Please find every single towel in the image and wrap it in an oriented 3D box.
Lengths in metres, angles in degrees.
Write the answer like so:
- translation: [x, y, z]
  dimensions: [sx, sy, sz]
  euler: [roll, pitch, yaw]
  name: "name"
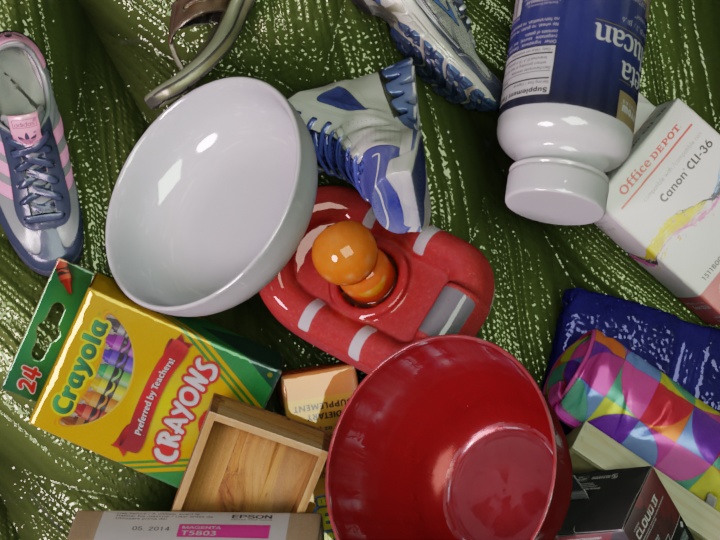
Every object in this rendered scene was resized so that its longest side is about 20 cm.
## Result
- translation: [0.247, 0.109, 1.665]
  dimensions: [0.199, 0.050, 0.148]
  euler: [17, 83, -10]
  name: "towel"

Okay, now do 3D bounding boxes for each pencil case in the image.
- translation: [0.242, 0.131, 1.595]
  dimensions: [0.200, 0.088, 0.089]
  euler: [35, 84, -5]
  name: "pencil case"

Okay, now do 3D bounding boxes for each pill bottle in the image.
- translation: [0.171, -0.144, 1.608]
  dimensions: [0.111, 0.111, 0.201]
  euler: [12, 74, -8]
  name: "pill bottle"

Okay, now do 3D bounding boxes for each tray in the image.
- translation: [-0.103, 0.202, 1.567]
  dimensions: [0.098, 0.037, 0.200]
  euler: [19, 113, -6]
  name: "tray"

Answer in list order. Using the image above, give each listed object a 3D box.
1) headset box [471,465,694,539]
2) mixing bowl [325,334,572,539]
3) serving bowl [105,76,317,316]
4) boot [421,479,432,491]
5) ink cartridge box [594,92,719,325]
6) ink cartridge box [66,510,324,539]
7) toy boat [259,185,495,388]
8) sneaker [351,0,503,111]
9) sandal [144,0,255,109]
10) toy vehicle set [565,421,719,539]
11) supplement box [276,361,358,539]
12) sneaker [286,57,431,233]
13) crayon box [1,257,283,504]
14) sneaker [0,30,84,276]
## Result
- translation: [0.191, 0.240, 1.563]
  dimensions: [0.200, 0.148, 0.075]
  euler: [57, 44, -24]
  name: "headset box"
- translation: [0.083, 0.158, 1.491]
  dimensions: [0.200, 0.108, 0.201]
  euler: [-11, 69, 31]
  name: "mixing bowl"
- translation: [-0.107, -0.050, 1.563]
  dimensions: [0.066, 0.200, 0.201]
  euler: [31, 82, -45]
  name: "serving bowl"
- translation: [0.080, 0.172, 1.625]
  dimensions: [0.182, 0.072, 0.201]
  euler: [30, 55, -42]
  name: "boot"
- translation: [0.265, -0.061, 1.660]
  dimensions: [0.200, 0.067, 0.117]
  euler: [40, 84, -5]
  name: "ink cartridge box"
- translation: [-0.125, 0.274, 1.541]
  dimensions: [0.199, 0.075, 0.165]
  euler: [1, 113, 3]
  name: "ink cartridge box"
- translation: [0.000, 0.000, 1.559]
  dimensions: [0.200, 0.131, 0.131]
  euler: [26, 79, 29]
  name: "toy boat"
- translation: [0.061, -0.220, 1.632]
  dimensions: [0.085, 0.077, 0.200]
  euler: [-43, 95, -12]
  name: "sneaker"
- translation: [-0.120, -0.213, 1.603]
  dimensions: [0.057, 0.080, 0.201]
  euler: [34, 74, -11]
  name: "sandal"
- translation: [0.233, 0.206, 1.604]
  dimensions: [0.200, 0.124, 0.027]
  euler: [34, 62, -4]
  name: "toy vehicle set"
- translation: [-0.022, 0.178, 1.610]
  dimensions: [0.066, 0.069, 0.201]
  euler: [-9, 92, -6]
  name: "supplement box"
- translation: [-0.006, -0.095, 1.581]
  dimensions: [0.115, 0.200, 0.081]
  euler: [-8, 125, 4]
  name: "sneaker"
- translation: [-0.177, 0.089, 1.580]
  dimensions: [0.200, 0.051, 0.127]
  euler: [23, 103, -7]
  name: "crayon box"
- translation: [-0.266, -0.093, 1.572]
  dimensions: [0.070, 0.082, 0.201]
  euler: [-15, 91, -9]
  name: "sneaker"
